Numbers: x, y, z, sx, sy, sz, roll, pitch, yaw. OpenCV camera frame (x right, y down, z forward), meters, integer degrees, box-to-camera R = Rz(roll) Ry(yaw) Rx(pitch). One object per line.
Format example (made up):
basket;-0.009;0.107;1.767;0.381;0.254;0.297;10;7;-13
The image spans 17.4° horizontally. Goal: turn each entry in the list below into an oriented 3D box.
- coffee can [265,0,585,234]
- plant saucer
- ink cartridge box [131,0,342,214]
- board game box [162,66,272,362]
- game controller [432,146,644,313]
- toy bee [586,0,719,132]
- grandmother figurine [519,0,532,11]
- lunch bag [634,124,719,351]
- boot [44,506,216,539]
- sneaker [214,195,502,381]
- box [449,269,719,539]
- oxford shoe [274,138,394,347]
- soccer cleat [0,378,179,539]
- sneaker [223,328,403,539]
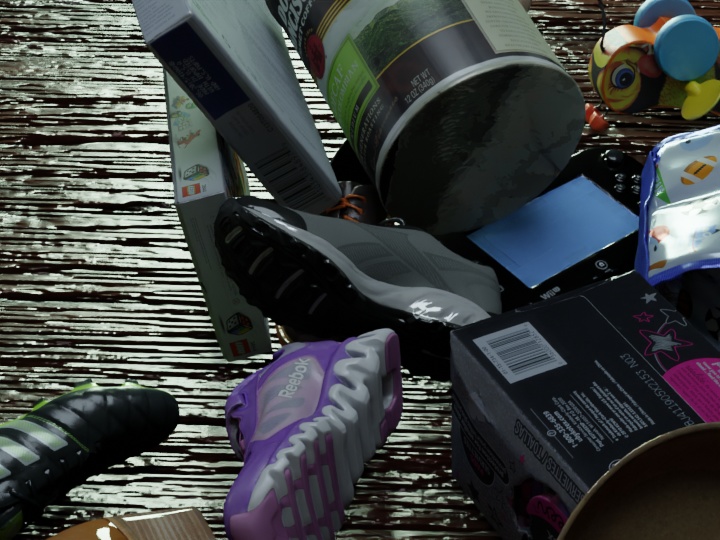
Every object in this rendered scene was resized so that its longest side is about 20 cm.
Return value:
coffee can;0.039;-0.145;1.530;0.146;0.147;0.200;-15;51;-19
plant saucer;0.168;0.174;1.174;0.199;0.201;0.035;-16;10;-21
ink cartridge box;-0.094;-0.157;1.503;0.040;0.200;0.201;-29;46;11
board game box;-0.095;-0.051;1.525;0.034;0.127;0.200;-13;36;2
game controller;0.129;-0.021;1.553;0.199;0.042;0.104;-28;43;-32
toy bee;0.209;-0.148;1.698;0.199;0.109;0.131;25;20;1
grandmother figurine;0.082;-0.141;1.631;0.060;0.201;0.121;17;-9;-6
lunch bag;0.271;-0.009;1.466;0.199;0.124;0.170;10;37;2
boot;-0.131;0.194;1.222;0.154;0.077;0.200;-13;34;-19
sneaker;0.000;0.000;1.438;0.199;0.074;0.080;24;51;-20
box;0.148;0.113;1.303;0.131;0.115;0.200;-17;38;-20
oxford shoe;-0.018;-0.016;1.521;0.071;0.073;0.200;3;36;5
soccer cleat;-0.196;0.119;1.355;0.199;0.068;0.081;-13;55;-15
sneaker;-0.044;0.100;1.363;0.088;0.081;0.200;7;30;19
